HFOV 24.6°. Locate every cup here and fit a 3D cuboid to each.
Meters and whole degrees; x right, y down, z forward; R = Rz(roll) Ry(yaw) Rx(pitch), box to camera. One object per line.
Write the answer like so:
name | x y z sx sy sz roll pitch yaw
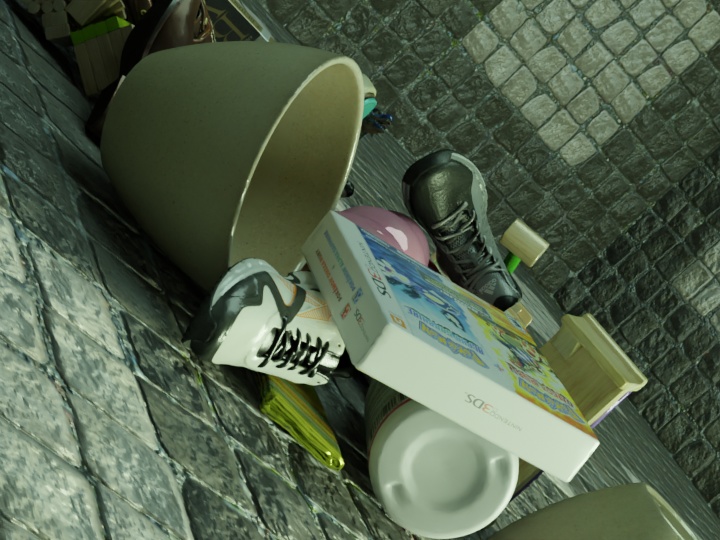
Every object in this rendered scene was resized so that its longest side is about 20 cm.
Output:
cup | 0.218 0.263 1.393 0.200 0.143 0.200 47 8 -8
cup | -0.106 -0.090 1.226 0.143 0.201 0.200 25 2 16

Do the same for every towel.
towel | -0.062 0.075 1.255 0.086 0.018 0.200 48 7 -28

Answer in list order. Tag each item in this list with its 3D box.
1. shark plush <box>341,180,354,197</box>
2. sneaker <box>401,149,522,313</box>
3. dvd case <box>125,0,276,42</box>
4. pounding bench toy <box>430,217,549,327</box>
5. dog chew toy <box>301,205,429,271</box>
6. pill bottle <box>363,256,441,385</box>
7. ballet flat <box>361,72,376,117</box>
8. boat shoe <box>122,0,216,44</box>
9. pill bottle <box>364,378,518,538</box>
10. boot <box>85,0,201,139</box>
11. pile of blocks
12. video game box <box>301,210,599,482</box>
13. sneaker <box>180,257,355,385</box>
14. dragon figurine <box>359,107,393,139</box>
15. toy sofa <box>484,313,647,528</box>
shark plush | -0.103 -0.070 1.490 0.199 0.091 0.083 24 -5 -16
sneaker | 0.105 -0.019 1.506 0.116 0.075 0.200 61 2 35
dvd case | -0.198 -0.239 1.550 0.200 0.148 0.016 45 29 -19
pounding bench toy | 0.130 0.027 1.820 0.124 0.200 0.156 48 9 5
dog chew toy | 0.000 0.000 1.432 0.125 0.125 0.200 48 26 4
pill bottle | 0.043 0.055 1.550 0.112 0.112 0.200 43 10 -32
ballet flat | -0.070 -0.094 1.351 0.069 0.200 0.069 42 10 -9
boat shoe | -0.171 -0.228 1.486 0.070 0.070 0.201 14 -41 45
pill bottle | 0.060 0.124 1.312 0.113 0.113 0.200 46 9 -11
boot | -0.117 -0.132 1.413 0.200 0.187 0.064 36 -24 -23
pile of blocks | -0.254 -0.237 1.467 0.200 0.082 0.062 49 7 7
video game box | 0.062 0.052 1.201 0.199 0.047 0.182 30 18 -27
sneaker | -0.052 0.041 1.159 0.080 0.074 0.200 41 17 19
dragon figurine | -0.048 -0.115 1.612 0.059 0.100 0.200 48 -34 -15
toy sofa | 0.154 0.134 1.458 0.083 0.200 0.098 50 14 20
